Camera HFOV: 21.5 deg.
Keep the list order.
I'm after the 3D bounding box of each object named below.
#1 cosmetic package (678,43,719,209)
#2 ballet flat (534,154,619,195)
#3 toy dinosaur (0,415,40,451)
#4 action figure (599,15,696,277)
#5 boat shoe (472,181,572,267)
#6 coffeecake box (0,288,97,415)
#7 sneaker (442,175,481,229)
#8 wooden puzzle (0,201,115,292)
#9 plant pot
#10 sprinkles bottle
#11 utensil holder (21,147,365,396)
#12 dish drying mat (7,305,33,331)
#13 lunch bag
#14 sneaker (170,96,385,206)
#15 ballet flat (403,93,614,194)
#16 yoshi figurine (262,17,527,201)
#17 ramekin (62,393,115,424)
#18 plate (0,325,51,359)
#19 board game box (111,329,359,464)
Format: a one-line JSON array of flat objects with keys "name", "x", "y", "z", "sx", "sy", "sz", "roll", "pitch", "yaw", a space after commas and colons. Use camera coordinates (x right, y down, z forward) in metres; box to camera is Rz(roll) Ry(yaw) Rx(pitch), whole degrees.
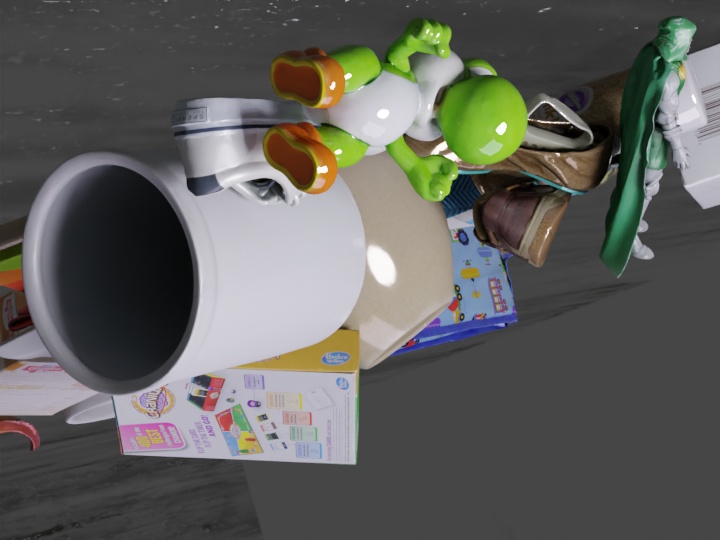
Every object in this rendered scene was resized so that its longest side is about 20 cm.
[{"name": "cosmetic package", "x": 0.315, "y": -0.125, "z": 1.682, "sx": 0.081, "sy": 0.114, "sz": 0.200, "roll": -19, "pitch": 170, "yaw": 11}, {"name": "ballet flat", "x": 0.226, "y": -0.117, "z": 1.752, "sx": 0.071, "sy": 0.069, "sz": 0.199, "roll": -44, "pitch": 162, "yaw": 33}, {"name": "toy dinosaur", "x": -0.431, "y": 0.149, "z": 1.896, "sx": 0.105, "sy": 0.200, "sz": 0.182, "roll": -47, "pitch": -176, "yaw": 46}, {"name": "action figure", "x": 0.228, "y": -0.107, "z": 1.485, "sx": 0.054, "sy": 0.201, "sz": 0.118, "roll": 5, "pitch": -145, "yaw": -4}, {"name": "boat shoe", "x": 0.128, "y": -0.045, "z": 1.555, "sx": 0.072, "sy": 0.073, "sz": 0.200, "roll": 23, "pitch": -172, "yaw": 5}, {"name": "coffeecake box", "x": -0.314, "y": 0.082, "z": 1.829, "sx": 0.153, "sy": 0.074, "sz": 0.200, "roll": 4, "pitch": 160, "yaw": -40}, {"name": "sneaker", "x": 0.097, "y": -0.075, "z": 1.738, "sx": 0.199, "sy": 0.077, "sz": 0.081, "roll": -4, "pitch": 175, "yaw": -34}, {"name": "wooden puzzle", "x": -0.230, "y": -0.020, "z": 1.510, "sx": 0.184, "sy": 0.037, "sz": 0.200, "roll": -20, "pitch": 172, "yaw": 16}, {"name": "plant pot", "x": 0.000, "y": 0.000, "z": 1.554, "sx": 0.200, "sy": 0.135, "sz": 0.200, "roll": -38, "pitch": 173, "yaw": -6}, {"name": "sprinkles bottle", "x": 0.185, "y": -0.121, "z": 1.579, "sx": 0.199, "sy": 0.069, "sz": 0.068, "roll": -19, "pitch": 172, "yaw": 14}, {"name": "utensil holder", "x": -0.114, "y": -0.009, "z": 1.368, "sx": 0.169, "sy": 0.171, "sz": 0.199, "roll": -23, "pitch": 173, "yaw": 37}, {"name": "dish drying mat", "x": -0.204, "y": 0.001, "z": 1.608, "sx": 0.199, "sy": 0.018, "sz": 0.077, "roll": -28, "pitch": -173, "yaw": -38}, {"name": "lunch bag", "x": 0.075, "y": -0.010, "z": 1.820, "sx": 0.199, "sy": 0.152, "sz": 0.094, "roll": -10, "pitch": 170, "yaw": -40}, {"name": "sneaker", "x": -0.054, "y": -0.079, "z": 1.300, "sx": 0.073, "sy": 0.071, "sz": 0.199, "roll": 0, "pitch": -178, "yaw": 43}, {"name": "ballet flat", "x": 0.117, "y": -0.109, "z": 1.485, "sx": 0.199, "sy": 0.068, "sz": 0.073, "roll": 11, "pitch": 126, "yaw": -26}, {"name": "yoshi figurine", "x": 0.037, "y": -0.105, "z": 1.250, "sx": 0.199, "sy": 0.113, "sz": 0.112, "roll": -14, "pitch": 166, "yaw": -45}, {"name": "ramekin", "x": -0.227, "y": 0.082, "z": 1.987, "sx": 0.199, "sy": 0.106, "sz": 0.200, "roll": -17, "pitch": 173, "yaw": -2}, {"name": "plate", "x": -0.183, "y": 0.020, "z": 1.595, "sx": 0.199, "sy": 0.032, "sz": 0.199, "roll": -22, "pitch": -175, "yaw": 37}, {"name": "board game box", "x": -0.100, "y": 0.100, "z": 1.532, "sx": 0.199, "sy": 0.041, "sz": 0.153, "roll": 3, "pitch": 146, "yaw": 1}]
